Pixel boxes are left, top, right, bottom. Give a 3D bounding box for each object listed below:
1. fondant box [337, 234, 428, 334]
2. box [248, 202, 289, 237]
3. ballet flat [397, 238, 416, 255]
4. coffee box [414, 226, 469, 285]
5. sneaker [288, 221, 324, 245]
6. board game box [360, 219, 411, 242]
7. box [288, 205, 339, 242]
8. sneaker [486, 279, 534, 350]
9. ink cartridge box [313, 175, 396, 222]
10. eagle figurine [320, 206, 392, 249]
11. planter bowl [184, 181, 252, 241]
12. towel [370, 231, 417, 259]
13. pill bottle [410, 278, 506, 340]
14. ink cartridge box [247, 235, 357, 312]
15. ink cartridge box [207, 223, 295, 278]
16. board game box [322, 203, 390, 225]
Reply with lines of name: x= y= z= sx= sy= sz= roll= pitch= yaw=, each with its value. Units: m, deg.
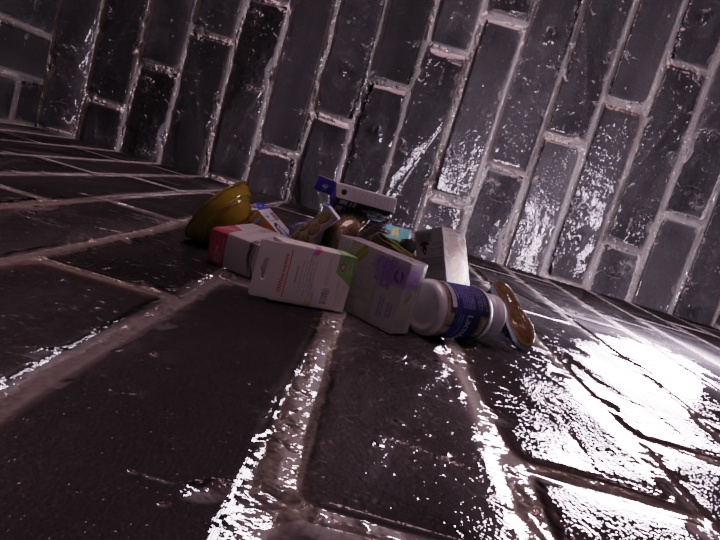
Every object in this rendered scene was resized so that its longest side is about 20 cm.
fondant box: x=0.026 y=0.025 z=1.231 sx=0.200 sy=0.145 sz=0.058 roll=24 pitch=11 yaw=40
box: x=-0.201 y=-0.083 z=1.517 sx=0.200 sy=0.041 sz=0.119 roll=47 pitch=9 yaw=-2
ballet flat: x=0.153 y=-0.026 z=1.613 sx=0.068 sy=0.068 sz=0.200 roll=27 pitch=-9 yaw=27
coffee box: x=0.194 y=0.006 z=1.434 sx=0.080 sy=0.201 sz=0.114 roll=-9 pitch=-7 yaw=38
sneaker: x=-0.105 y=-0.089 z=1.575 sx=0.200 sy=0.070 sz=0.099 roll=6 pitch=10 yaw=-34
board game box: x=0.034 y=-0.073 z=1.678 sx=0.199 sy=0.047 sz=0.151 roll=16 pitch=-32 yaw=12
box: x=-0.137 y=-0.076 z=1.432 sx=0.041 sy=0.200 sz=0.039 roll=53 pitch=9 yaw=-5
sneaker: x=0.334 y=0.129 z=1.444 sx=0.070 sy=0.109 sz=0.200 roll=15 pitch=39 yaw=-26
ink cartridge box: x=-0.023 y=-0.178 z=1.551 sx=0.199 sy=0.044 sz=0.198 roll=17 pitch=-4 yaw=-6
eagle figurine: x=-0.022 y=-0.052 z=1.424 sx=0.151 sy=0.201 sz=0.151 roll=15 pitch=9 yaw=6
planter bowl: x=-0.326 y=-0.120 z=1.504 sx=0.083 sy=0.200 sz=0.200 roll=47 pitch=12 yaw=4
towel: x=0.075 y=-0.014 z=1.536 sx=0.143 sy=0.023 sz=0.200 roll=33 pitch=-27 yaw=3
pill bottle: x=0.202 y=0.085 z=1.273 sx=0.200 sy=0.116 sz=0.116 roll=9 pitch=11 yaw=-36
ink cartridge box: x=-0.119 y=0.004 z=1.186 sx=0.200 sy=0.117 sz=0.067 roll=12 pitch=9 yaw=-27
ink cartridge box: x=-0.208 y=-0.033 z=1.336 sx=0.200 sy=0.083 sz=0.146 roll=21 pitch=15 yaw=23
board game box: x=-0.028 y=-0.095 z=1.817 sx=0.199 sy=0.160 sz=0.097 roll=15 pitch=9 yaw=0
